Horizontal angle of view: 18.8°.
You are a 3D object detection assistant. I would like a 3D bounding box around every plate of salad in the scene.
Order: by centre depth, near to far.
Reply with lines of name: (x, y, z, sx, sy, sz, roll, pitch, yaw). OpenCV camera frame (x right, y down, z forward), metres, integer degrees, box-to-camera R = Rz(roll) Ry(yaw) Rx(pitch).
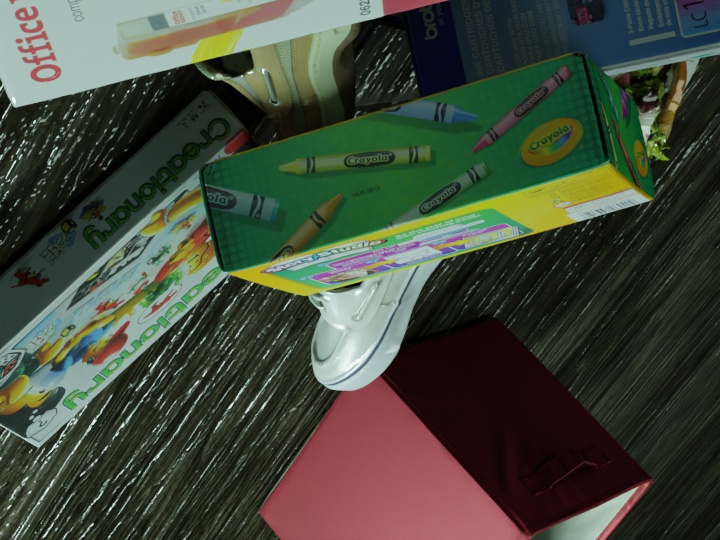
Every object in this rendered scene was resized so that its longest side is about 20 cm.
plate of salad: (0.165, -0.092, 1.460, 0.200, 0.048, 0.200, -36, 159, -17)

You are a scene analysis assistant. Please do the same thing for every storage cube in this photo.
storage cube: (0.070, 0.164, 1.598, 0.171, 0.180, 0.200, -15, 144, -51)

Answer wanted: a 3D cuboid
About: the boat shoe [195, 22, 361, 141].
boat shoe: (-0.044, -0.111, 1.047, 0.076, 0.072, 0.200, -11, 156, -6)

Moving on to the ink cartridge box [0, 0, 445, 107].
ink cartridge box: (-0.056, -0.149, 0.801, 0.200, 0.084, 0.145, -14, 154, -2)

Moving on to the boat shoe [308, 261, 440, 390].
boat shoe: (0.000, 0.000, 1.335, 0.070, 0.071, 0.200, 5, 139, -27)

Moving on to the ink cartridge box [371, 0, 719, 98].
ink cartridge box: (0.104, -0.133, 1.116, 0.200, 0.076, 0.136, -12, -179, 17)

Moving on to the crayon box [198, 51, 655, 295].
crayon box: (0.035, -0.043, 1.078, 0.200, 0.058, 0.119, -15, 169, 16)

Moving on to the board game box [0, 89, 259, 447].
board game box: (-0.127, 0.003, 1.139, 0.200, 0.035, 0.126, -43, 160, -1)
